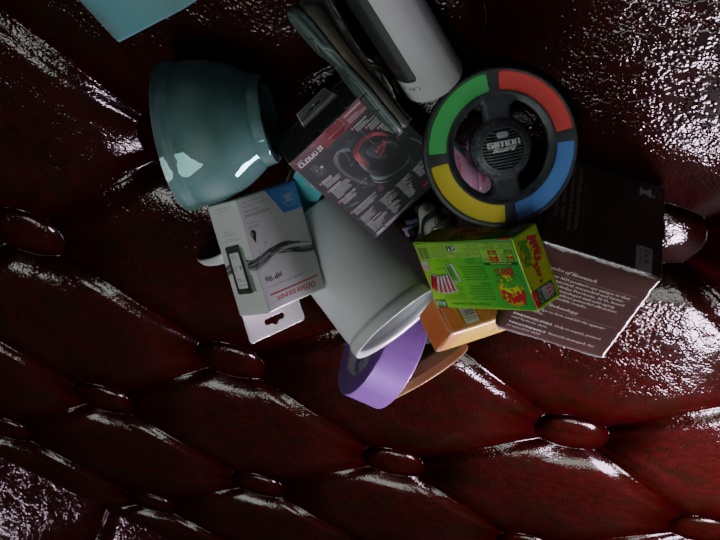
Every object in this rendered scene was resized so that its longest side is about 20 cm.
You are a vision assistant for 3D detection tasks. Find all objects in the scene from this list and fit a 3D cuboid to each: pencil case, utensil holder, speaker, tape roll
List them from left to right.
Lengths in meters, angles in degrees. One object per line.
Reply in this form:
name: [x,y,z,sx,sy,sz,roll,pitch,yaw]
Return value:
utensil holder: [0.000,0.000,1.593,0.200,0.170,0.170,50,151,13]
tape roll: [0.038,0.126,1.820,0.065,0.201,0.200,25,148,-17]
speaker: [0.046,-0.289,1.268,0.081,0.081,0.200,-5,144,30]
pencil case: [0.166,-0.107,1.460,0.087,0.088,0.200,6,131,16]

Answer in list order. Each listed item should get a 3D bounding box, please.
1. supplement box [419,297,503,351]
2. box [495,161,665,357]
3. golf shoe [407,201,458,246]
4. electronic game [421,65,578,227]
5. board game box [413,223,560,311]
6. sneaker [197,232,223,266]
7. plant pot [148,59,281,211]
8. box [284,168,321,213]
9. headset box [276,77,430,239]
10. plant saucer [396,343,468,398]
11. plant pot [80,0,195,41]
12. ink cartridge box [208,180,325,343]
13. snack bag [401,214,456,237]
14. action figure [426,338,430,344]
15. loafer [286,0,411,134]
supplement box: [0.192,0.056,1.621,0.199,0.069,0.067,-13,156,-27]
box: [0.299,-0.016,1.492,0.164,0.166,0.200,17,141,-2]
golf shoe: [0.113,-0.033,1.636,0.092,0.073,0.200,39,153,19]
electronic game: [0.174,-0.153,1.352,0.199,0.201,0.042,23,-172,-13]
board game box: [0.163,-0.004,1.436,0.200,0.048,0.102,-1,116,55]
sneaker: [-0.182,-0.033,1.785,0.200,0.073,0.085,-15,136,38]
plant pot: [-0.181,-0.189,1.439,0.134,0.201,0.201,-10,144,9]
box: [-0.082,-0.124,1.586,0.049,0.083,0.200,21,149,-8]
headset box: [-0.001,-0.160,1.433,0.149,0.075,0.200,-43,126,10]
plant saucer: [0.095,0.172,1.903,0.200,0.200,0.032,-28,95,49]
plant pot: [-0.217,-0.375,1.194,0.199,0.142,0.141,-13,140,28]
ink cartridge box: [-0.122,-0.011,1.505,0.068,0.116,0.201,-8,102,45]
snack bag: [0.192,-0.030,1.673,0.188,0.021,0.200,-13,136,37]
action figure: [0.132,0.096,1.856,0.118,0.055,0.200,-9,170,-29]
loafer: [0.000,-0.254,1.307,0.200,0.063,0.072,46,178,-12]
